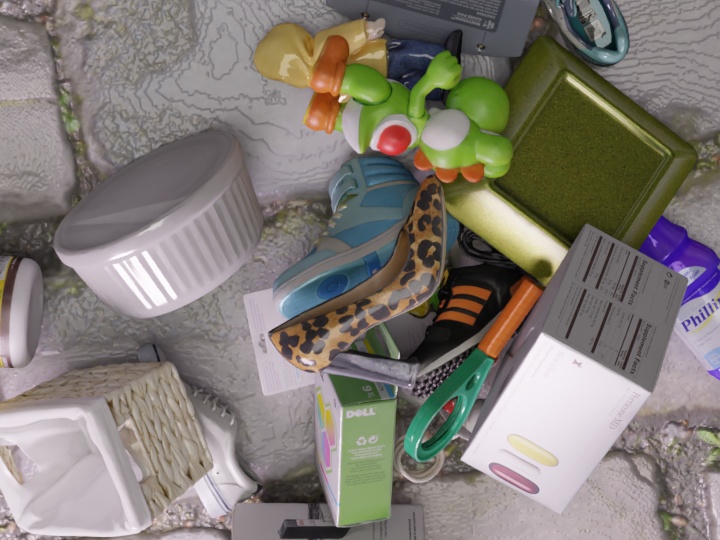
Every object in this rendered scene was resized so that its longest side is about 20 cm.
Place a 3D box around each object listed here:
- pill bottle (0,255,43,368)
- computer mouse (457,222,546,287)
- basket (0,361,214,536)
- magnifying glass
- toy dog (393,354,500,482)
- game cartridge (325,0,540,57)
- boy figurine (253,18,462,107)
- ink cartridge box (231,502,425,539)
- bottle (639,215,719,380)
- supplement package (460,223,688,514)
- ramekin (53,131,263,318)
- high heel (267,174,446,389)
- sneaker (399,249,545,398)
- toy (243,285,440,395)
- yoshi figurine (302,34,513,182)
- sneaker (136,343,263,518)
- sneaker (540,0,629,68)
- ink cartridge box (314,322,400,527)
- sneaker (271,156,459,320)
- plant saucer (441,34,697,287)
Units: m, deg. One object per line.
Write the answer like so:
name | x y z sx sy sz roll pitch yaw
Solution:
pill bottle | -0.418 0.035 1.535 0.197 0.109 0.111 5 103 -1
computer mouse | 0.169 -0.087 1.537 0.139 0.046 0.202 14 84 6
basket | -0.258 0.169 1.520 0.199 0.123 0.137 -9 107 43
magnifying glass | 0.108 0.096 1.477 0.022 0.079 0.201 35 95 27
toy dog | 0.131 0.144 1.556 0.198 0.096 0.133 8 68 -15
game cartridge | 0.070 -0.269 1.470 0.198 0.041 0.134 15 140 -1
boy figurine | -0.003 -0.194 1.502 0.198 0.065 0.125 5 143 9
ink cartridge box | -0.034 0.319 1.602 0.197 0.084 0.146 1 122 0
bottle | 0.330 0.017 1.563 0.083 0.065 0.200 -39 101 9
supplement package | 0.195 0.092 1.431 0.110 0.156 0.201 27 136 2
ramekin | -0.184 -0.039 1.483 0.201 0.203 0.095 -26 113 5
high heel | 0.000 0.000 1.421 0.141 0.071 0.202 12 90 -9
sneaker | 0.096 0.045 1.532 0.199 0.070 0.090 -34 70 -27
toy | -0.014 0.044 1.571 0.198 0.047 0.116 -13 115 -6
yoshi figurine | 0.054 -0.153 1.443 0.198 0.112 0.113 22 100 6
sneaker | -0.164 0.154 1.594 0.070 0.073 0.201 -27 111 -4
sneaker | 0.195 -0.279 1.482 0.077 0.086 0.200 -39 101 7
ink cartridge box | -0.006 0.139 1.536 0.059 0.104 0.202 -6 122 -14
sneaker | -0.017 -0.037 1.510 0.198 0.131 0.080 -25 146 -18
plant saucer | 0.203 -0.093 1.480 0.199 0.048 0.201 36 81 -6
